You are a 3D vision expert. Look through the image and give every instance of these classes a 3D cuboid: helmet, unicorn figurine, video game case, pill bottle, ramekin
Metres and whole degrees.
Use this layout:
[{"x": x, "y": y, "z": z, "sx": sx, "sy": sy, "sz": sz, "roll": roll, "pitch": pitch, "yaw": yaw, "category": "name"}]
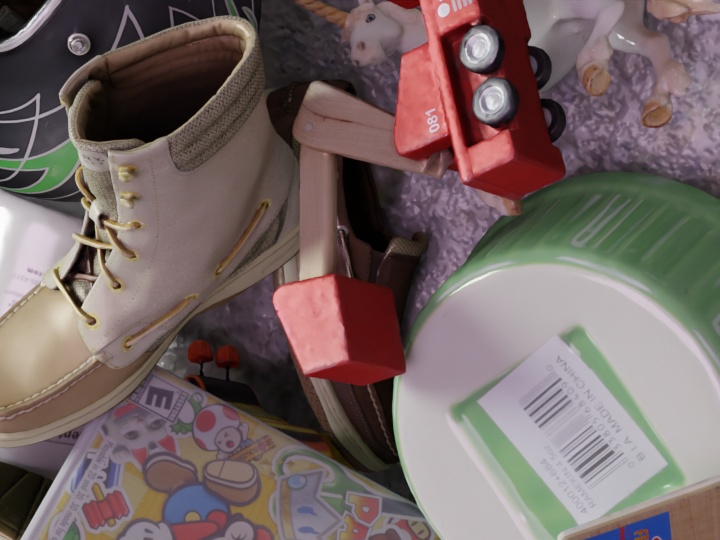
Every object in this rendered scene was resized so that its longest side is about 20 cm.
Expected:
[{"x": -0.142, "y": -0.129, "z": 0.976, "sx": 0.189, "sy": 0.200, "sz": 0.201, "roll": 22, "pitch": 113, "yaw": 10, "category": "helmet"}, {"x": 0.069, "y": -0.100, "z": 0.940, "sx": 0.198, "sy": 0.138, "sz": 0.074, "roll": -20, "pitch": 138, "yaw": 8, "category": "unicorn figurine"}, {"x": -0.073, "y": 0.161, "z": 0.918, "sx": 0.181, "sy": 0.201, "sz": 0.023, "roll": 28, "pitch": 151, "yaw": 0, "category": "video game case"}, {"x": -0.177, "y": 0.062, "z": 1.044, "sx": 0.114, "sy": 0.114, "sz": 0.202, "roll": 20, "pitch": 96, "yaw": 20, "category": "pill bottle"}, {"x": 0.111, "y": 0.063, "z": 0.926, "sx": 0.198, "sy": 0.098, "sz": 0.202, "roll": 9, "pitch": 111, "yaw": 26, "category": "ramekin"}]

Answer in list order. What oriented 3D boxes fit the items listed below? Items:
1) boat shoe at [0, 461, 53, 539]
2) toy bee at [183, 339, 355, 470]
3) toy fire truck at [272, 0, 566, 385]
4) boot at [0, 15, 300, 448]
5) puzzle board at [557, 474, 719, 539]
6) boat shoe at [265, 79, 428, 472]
[{"x": -0.134, "y": 0.157, "z": 0.972, "sx": 0.200, "sy": 0.072, "sz": 0.066, "roll": 25, "pitch": 109, "yaw": -6, "category": "boat shoe"}, {"x": -0.078, "y": 0.090, "z": 1.056, "sx": 0.199, "sy": 0.131, "sz": 0.110, "roll": 1, "pitch": 81, "yaw": 37, "category": "toy bee"}, {"x": 0.017, "y": -0.064, "z": 0.889, "sx": 0.140, "sy": 0.049, "sz": 0.202, "roll": -23, "pitch": 69, "yaw": 30, "category": "toy fire truck"}, {"x": -0.114, "y": -0.017, "z": 0.898, "sx": 0.199, "sy": 0.155, "sz": 0.072, "roll": -37, "pitch": 63, "yaw": -12, "category": "boot"}, {"x": 0.166, "y": 0.165, "z": 0.883, "sx": 0.149, "sy": 0.017, "sz": 0.201, "roll": -17, "pitch": 124, "yaw": -8, "category": "puzzle board"}, {"x": -0.002, "y": 0.001, "z": 1.012, "sx": 0.074, "sy": 0.075, "sz": 0.204, "roll": -16, "pitch": 98, "yaw": 19, "category": "boat shoe"}]
